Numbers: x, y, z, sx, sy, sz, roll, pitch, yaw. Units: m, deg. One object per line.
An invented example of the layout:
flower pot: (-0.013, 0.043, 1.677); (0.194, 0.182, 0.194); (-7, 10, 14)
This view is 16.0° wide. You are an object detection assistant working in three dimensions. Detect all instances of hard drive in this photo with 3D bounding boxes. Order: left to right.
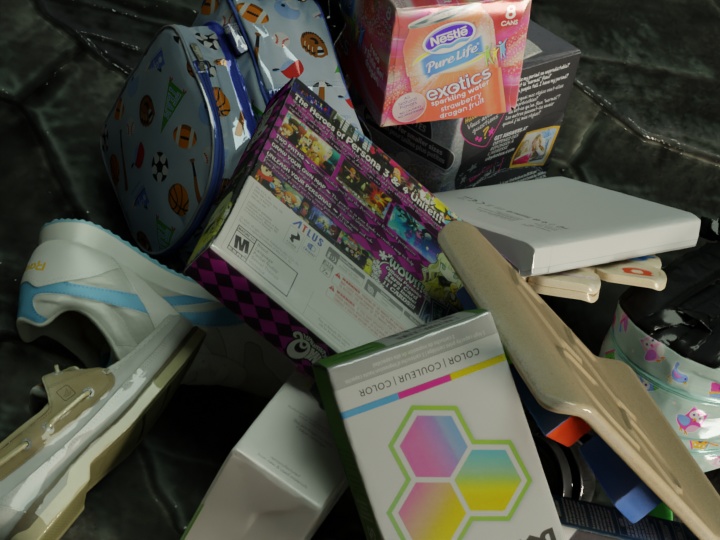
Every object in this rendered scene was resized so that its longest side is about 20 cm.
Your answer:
hard drive: (0.126, -0.032, 1.773); (0.131, 0.027, 0.199); (18, 18, 37)

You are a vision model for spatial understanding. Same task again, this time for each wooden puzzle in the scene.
wooden puzzle: (0.130, 0.077, 1.559); (0.200, 0.046, 0.186); (39, 14, -41)

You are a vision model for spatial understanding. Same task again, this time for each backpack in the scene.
backpack: (-0.075, -0.075, 1.716); (0.153, 0.200, 0.191); (-13, 62, -34)
backpack: (0.258, 0.057, 1.812); (0.166, 0.127, 0.199); (29, 33, 33)

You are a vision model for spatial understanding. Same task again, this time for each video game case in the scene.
video game case: (0.000, 0.000, 1.581); (0.200, 0.036, 0.182); (40, 40, -15)

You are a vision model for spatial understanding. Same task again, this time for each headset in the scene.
headset: (0.141, 0.116, 1.709); (0.200, 0.094, 0.123); (45, 40, 1)

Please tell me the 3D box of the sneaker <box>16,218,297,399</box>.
sneaker: (-0.127, 0.045, 1.649); (0.199, 0.077, 0.081); (25, 62, -12)

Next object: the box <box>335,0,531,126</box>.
box: (0.031, -0.195, 1.749); (0.102, 0.095, 0.200); (-6, 39, -19)

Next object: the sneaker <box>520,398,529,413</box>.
sneaker: (0.079, 0.023, 1.789); (0.200, 0.075, 0.087); (34, 35, 5)

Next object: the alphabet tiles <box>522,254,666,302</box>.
alphabet tiles: (0.111, -0.015, 1.778); (0.194, 0.015, 0.200); (8, 14, -1)

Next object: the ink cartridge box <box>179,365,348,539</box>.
ink cartridge box: (-0.032, 0.110, 1.592); (0.067, 0.117, 0.200); (34, 38, 4)

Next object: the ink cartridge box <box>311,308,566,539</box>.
ink cartridge box: (0.053, 0.132, 1.488); (0.103, 0.059, 0.201); (-18, 94, -10)

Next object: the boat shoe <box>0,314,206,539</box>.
boat shoe: (-0.169, 0.089, 1.544); (0.068, 0.075, 0.200); (35, 53, 7)

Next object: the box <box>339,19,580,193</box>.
box: (0.037, -0.146, 1.866); (0.132, 0.115, 0.200); (-19, 43, -43)

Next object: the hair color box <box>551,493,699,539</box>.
hair color box: (0.105, 0.190, 1.567); (0.199, 0.101, 0.061); (13, 14, -2)
